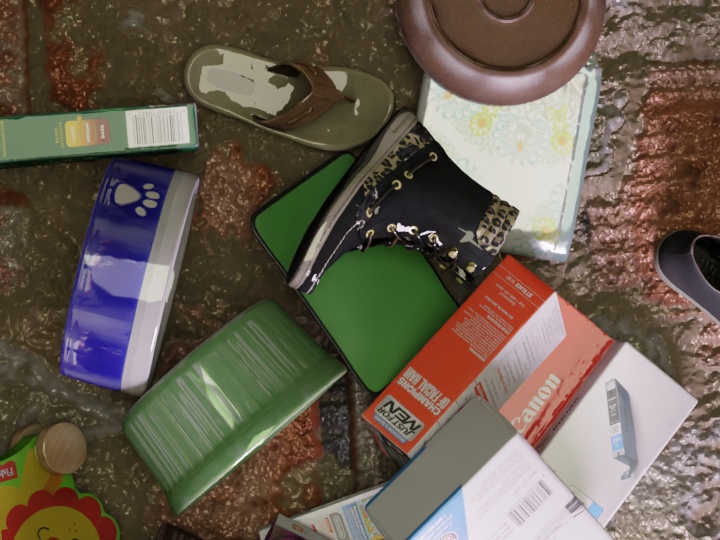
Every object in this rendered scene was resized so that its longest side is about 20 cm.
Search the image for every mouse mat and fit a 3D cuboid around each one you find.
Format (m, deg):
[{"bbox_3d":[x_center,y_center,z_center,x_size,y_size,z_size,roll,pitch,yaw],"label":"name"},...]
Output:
[{"bbox_3d":[0.000,0.000,1.691,0.161,0.008,0.201,-37,94,-43],"label":"mouse mat"}]

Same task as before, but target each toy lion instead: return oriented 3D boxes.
[{"bbox_3d":[-0.305,0.241,1.644,0.199,0.068,0.194,-11,91,-41],"label":"toy lion"}]

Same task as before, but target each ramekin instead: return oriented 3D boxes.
[{"bbox_3d":[-0.117,0.116,1.638,0.200,0.200,0.098,-40,87,-5],"label":"ramekin"}]

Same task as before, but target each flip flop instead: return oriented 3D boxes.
[{"bbox_3d":[-0.066,-0.164,1.705,0.198,0.058,0.082,16,86,-4],"label":"flip flop"}]

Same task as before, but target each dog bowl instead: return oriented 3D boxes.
[{"bbox_3d":[-0.202,0.005,1.621,0.078,0.200,0.202,13,89,-4],"label":"dog bowl"}]

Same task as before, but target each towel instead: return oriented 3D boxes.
[{"bbox_3d":[0.131,-0.120,1.736,0.169,0.048,0.202,11,89,-3],"label":"towel"}]

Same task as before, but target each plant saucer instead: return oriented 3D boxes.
[{"bbox_3d":[0.132,-0.254,1.702,0.198,0.032,0.202,0,86,-6],"label":"plant saucer"}]

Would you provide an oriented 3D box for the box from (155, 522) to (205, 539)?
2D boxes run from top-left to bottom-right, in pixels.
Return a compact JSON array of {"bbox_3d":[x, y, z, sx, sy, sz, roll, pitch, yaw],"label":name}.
[{"bbox_3d":[-0.128,0.359,1.633,0.199,0.164,0.167,25,104,-5],"label":"box"}]

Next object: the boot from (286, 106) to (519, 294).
[{"bbox_3d":[0.041,-0.030,1.651,0.153,0.073,0.204,38,65,-6],"label":"boot"}]

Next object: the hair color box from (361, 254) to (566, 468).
[{"bbox_3d":[0.097,0.094,1.687,0.064,0.111,0.200,38,79,23],"label":"hair color box"}]

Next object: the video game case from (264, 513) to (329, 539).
[{"bbox_3d":[-0.014,0.303,1.621,0.180,0.200,0.036,28,105,-1],"label":"video game case"}]

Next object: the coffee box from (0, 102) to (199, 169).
[{"bbox_3d":[-0.244,-0.121,1.655,0.198,0.123,0.044,-5,92,-5],"label":"coffee box"}]

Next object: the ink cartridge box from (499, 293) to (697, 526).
[{"bbox_3d":[0.190,0.147,1.745,0.176,0.045,0.201,38,87,-6],"label":"ink cartridge box"}]

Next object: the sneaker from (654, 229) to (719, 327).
[{"bbox_3d":[0.373,0.030,1.733,0.199,0.106,0.075,28,87,-6],"label":"sneaker"}]

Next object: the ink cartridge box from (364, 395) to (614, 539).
[{"bbox_3d":[0.123,0.234,1.639,0.146,0.086,0.200,-44,123,-2],"label":"ink cartridge box"}]

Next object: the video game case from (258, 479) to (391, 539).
[{"bbox_3d":[0.020,0.276,1.729,0.198,0.018,0.144,-20,93,1],"label":"video game case"}]
